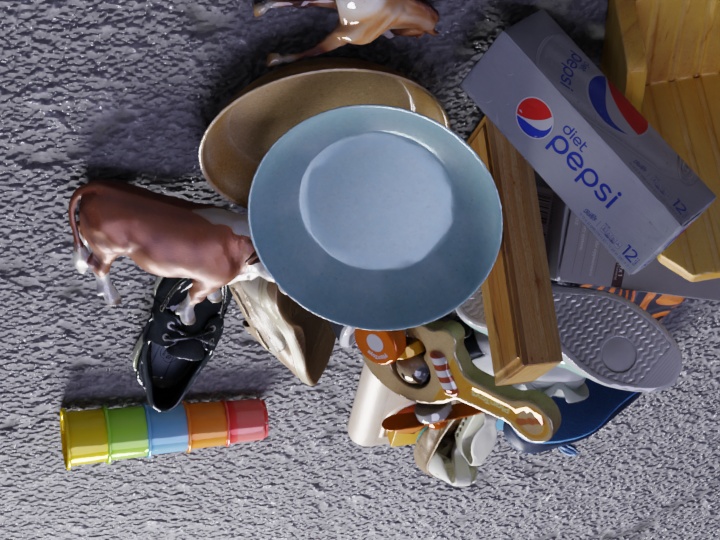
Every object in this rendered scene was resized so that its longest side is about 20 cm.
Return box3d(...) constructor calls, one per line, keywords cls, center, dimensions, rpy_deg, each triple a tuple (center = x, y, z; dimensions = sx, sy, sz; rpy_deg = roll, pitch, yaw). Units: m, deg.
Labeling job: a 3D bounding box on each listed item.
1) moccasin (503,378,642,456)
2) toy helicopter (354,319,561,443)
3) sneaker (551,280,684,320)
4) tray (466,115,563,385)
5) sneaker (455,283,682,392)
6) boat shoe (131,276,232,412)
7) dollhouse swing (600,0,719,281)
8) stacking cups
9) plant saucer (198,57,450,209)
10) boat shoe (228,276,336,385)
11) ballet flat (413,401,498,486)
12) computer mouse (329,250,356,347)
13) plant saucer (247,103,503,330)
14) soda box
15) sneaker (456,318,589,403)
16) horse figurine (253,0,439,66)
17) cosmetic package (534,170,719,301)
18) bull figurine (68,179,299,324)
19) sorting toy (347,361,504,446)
box3d(cls="moccasin", center=(0.214, 0.142, 1.772), dimensions=(0.199, 0.081, 0.068), rpy_deg=(-18, 154, -37))
box3d(cls="toy helicopter", center=(0.086, 0.105, 1.590), dimensions=(0.079, 0.199, 0.133), rpy_deg=(-40, 146, -43))
box3d(cls="sneaker", center=(0.225, -0.014, 1.619), dimensions=(0.112, 0.078, 0.200), rpy_deg=(-37, 136, 11))
box3d(cls="tray", center=(0.118, -0.016, 1.437), dimensions=(0.037, 0.202, 0.099), rpy_deg=(-6, 168, -10))
box3d(cls="sneaker", center=(0.180, 0.047, 1.540), dimensions=(0.199, 0.074, 0.118), rpy_deg=(21, 180, 9))
box3d(cls="boat shoe", center=(-0.157, 0.058, 1.599), dimensions=(0.074, 0.066, 0.200), rpy_deg=(9, 141, -26))
box3d(cls="dollhouse swing", center=(0.303, -0.120, 1.387), dimensions=(0.198, 0.177, 0.182), rpy_deg=(-8, 146, -3))
box3d(cls="stacking cups", center=(-0.189, 0.149, 1.740), dimensions=(0.198, 0.061, 0.061), rpy_deg=(-8, 146, -15))
box3d(cls="plant saucer", center=(-0.030, -0.110, 1.414), dimensions=(0.198, 0.036, 0.201), rpy_deg=(-6, 149, -4))
box3d(cls="boat shoe", center=(-0.069, 0.037, 1.606), dimensions=(0.064, 0.072, 0.200), rpy_deg=(16, 154, 21))
box3d(cls="ballet flat", center=(0.102, 0.166, 1.771), dimensions=(0.067, 0.073, 0.200), rpy_deg=(-1, 144, -22))
box3d(cls="computer mouse", center=(0.000, 0.000, 1.564), dimensions=(0.110, 0.044, 0.200), rpy_deg=(-44, 165, -29))
box3d(cls="plant saucer", center=(0.013, -0.047, 1.405), dimensions=(0.199, 0.039, 0.202), rpy_deg=(3, 122, 5))
box3d(cls="soda box", center=(0.171, -0.099, 1.361), dimensions=(0.063, 0.200, 0.068), rpy_deg=(-33, 168, -46))
box3d(cls="sneaker", center=(0.114, 0.064, 1.658), dimensions=(0.198, 0.074, 0.089), rpy_deg=(4, 107, 12))
box3d(cls="horse figurine", center=(-0.019, -0.208, 1.274), dimensions=(0.131, 0.050, 0.200), rpy_deg=(-8, 149, 7))
box3d(cls="cosmetic package", center=(0.239, -0.036, 1.532), dimensions=(0.199, 0.108, 0.090), rpy_deg=(5, -174, -22))
box3d(cls="bull figurine", center=(-0.146, -0.015, 1.472), dimensions=(0.199, 0.065, 0.122), rpy_deg=(20, 134, -8))
box3d(cls="sorting toy", center=(0.096, 0.121, 1.794), dimensions=(0.198, 0.037, 0.186), rpy_deg=(-3, 145, -12))
